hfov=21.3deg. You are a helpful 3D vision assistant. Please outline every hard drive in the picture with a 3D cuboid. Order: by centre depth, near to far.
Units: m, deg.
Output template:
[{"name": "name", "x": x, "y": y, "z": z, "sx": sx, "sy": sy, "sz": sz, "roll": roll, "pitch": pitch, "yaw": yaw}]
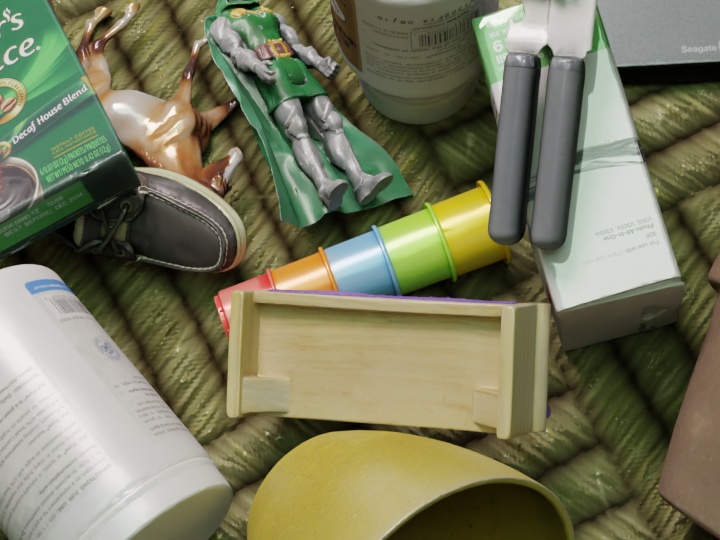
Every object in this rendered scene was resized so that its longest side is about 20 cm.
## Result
[{"name": "hard drive", "x": 0.208, "y": -0.229, "z": 1.381, "sx": 0.139, "sy": 0.033, "sz": 0.201, "roll": -3, "pitch": 69, "yaw": 2}]

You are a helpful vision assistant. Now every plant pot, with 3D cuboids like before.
[{"name": "plant pot", "x": 0.010, "y": 0.178, "z": 1.165, "sx": 0.200, "sy": 0.200, "sz": 0.142, "roll": -41, "pitch": 44, "yaw": -12}, {"name": "plant pot", "x": 0.272, "y": 0.093, "z": 1.183, "sx": 0.200, "sy": 0.200, "sz": 0.175, "roll": 33, "pitch": 92, "yaw": 15}]

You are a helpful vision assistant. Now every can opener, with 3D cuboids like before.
[{"name": "can opener", "x": 0.113, "y": -0.113, "z": 1.156, "sx": 0.052, "sy": 0.066, "sz": 0.201, "roll": 6, "pitch": 89, "yaw": 14}]

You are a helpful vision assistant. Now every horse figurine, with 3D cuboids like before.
[{"name": "horse figurine", "x": -0.159, "y": -0.124, "z": 1.353, "sx": 0.199, "sy": 0.050, "sz": 0.133, "roll": 21, "pitch": 65, "yaw": 8}]

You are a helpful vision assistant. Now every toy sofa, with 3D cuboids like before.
[{"name": "toy sofa", "x": 0.021, "y": 0.056, "z": 1.209, "sx": 0.199, "sy": 0.097, "sz": 0.083, "roll": 2, "pitch": 91, "yaw": 23}]

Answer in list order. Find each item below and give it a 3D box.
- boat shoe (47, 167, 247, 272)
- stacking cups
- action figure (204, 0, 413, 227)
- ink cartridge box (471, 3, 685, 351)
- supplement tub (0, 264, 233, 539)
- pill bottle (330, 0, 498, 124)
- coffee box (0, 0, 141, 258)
[{"name": "boat shoe", "x": -0.175, "y": -0.038, "z": 1.298, "sx": 0.200, "sy": 0.072, "sz": 0.066, "roll": 22, "pitch": 31, "yaw": 17}, {"name": "stacking cups", "x": 0.000, "y": 0.000, "z": 1.286, "sx": 0.199, "sy": 0.061, "sz": 0.061, "roll": -20, "pitch": 69, "yaw": -5}, {"name": "action figure", "x": -0.052, "y": -0.128, "z": 1.330, "sx": 0.118, "sy": 0.055, "sz": 0.201, "roll": -10, "pitch": 59, "yaw": -43}, {"name": "ink cartridge box", "x": 0.141, "y": -0.062, "z": 1.242, "sx": 0.084, "sy": 0.146, "sz": 0.201, "roll": -16, "pitch": 76, "yaw": 5}, {"name": "supplement tub", "x": -0.190, "y": 0.107, "z": 1.219, "sx": 0.132, "sy": 0.132, "sz": 0.200, "roll": -38, "pitch": 71, "yaw": -11}, {"name": "pill bottle", "x": 0.036, "y": -0.181, "z": 1.282, "sx": 0.114, "sy": 0.200, "sz": 0.115, "roll": -1, "pitch": 68, "yaw": 3}, {"name": "coffee box", "x": -0.239, "y": -0.109, "z": 1.282, "sx": 0.122, "sy": 0.044, "sz": 0.201, "roll": -27, "pitch": 57, "yaw": -2}]
